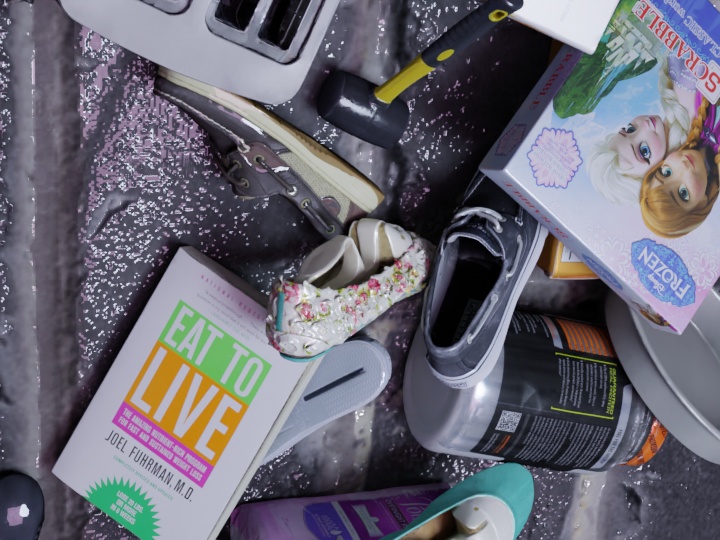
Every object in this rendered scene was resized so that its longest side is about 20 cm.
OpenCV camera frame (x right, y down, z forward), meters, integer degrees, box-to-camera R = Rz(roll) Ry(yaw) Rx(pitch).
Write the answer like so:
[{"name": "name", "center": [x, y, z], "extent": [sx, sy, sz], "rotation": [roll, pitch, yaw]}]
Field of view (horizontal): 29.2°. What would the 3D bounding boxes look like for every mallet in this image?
[{"name": "mallet", "center": [0.035, -0.146, 0.955], "extent": [0.065, 0.200, 0.042], "rotation": [18, 62, -20]}]

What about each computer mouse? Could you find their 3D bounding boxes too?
[{"name": "computer mouse", "center": [-0.286, 0.249, 1.071], "extent": [0.058, 0.034, 0.203], "rotation": [9, 108, -23]}]

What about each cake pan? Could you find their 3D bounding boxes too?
[{"name": "cake pan", "center": [0.268, 0.071, 1.117], "extent": [0.199, 0.202, 0.037], "rotation": [32, 125, -28]}]

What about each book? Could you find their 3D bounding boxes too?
[{"name": "book", "center": [-0.128, 0.102, 1.033], "extent": [0.133, 0.048, 0.202], "rotation": [32, 100, 10]}]

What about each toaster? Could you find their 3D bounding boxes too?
[{"name": "toaster", "center": [-0.104, -0.217, 0.897], "extent": [0.179, 0.119, 0.202], "rotation": [21, 103, -25]}]

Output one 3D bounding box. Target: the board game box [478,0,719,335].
[{"name": "board game box", "center": [0.216, -0.093, 1.012], "extent": [0.199, 0.041, 0.201], "rotation": [38, 82, -22]}]

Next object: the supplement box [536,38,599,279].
[{"name": "supplement box", "center": [0.177, -0.098, 1.077], "extent": [0.068, 0.067, 0.203], "rotation": [2, 111, -22]}]

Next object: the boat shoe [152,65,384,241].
[{"name": "boat shoe", "center": [-0.070, -0.080, 0.991], "extent": [0.199, 0.073, 0.065], "rotation": [31, 94, -27]}]

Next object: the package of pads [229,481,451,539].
[{"name": "package of pads", "center": [0.000, 0.234, 1.118], "extent": [0.197, 0.121, 0.077], "rotation": [-2, 112, -18]}]

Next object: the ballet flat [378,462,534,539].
[{"name": "ballet flat", "center": [0.061, 0.212, 1.036], "extent": [0.198, 0.070, 0.068], "rotation": [-28, 100, -17]}]

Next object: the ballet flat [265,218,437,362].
[{"name": "ballet flat", "center": [0.000, 0.000, 1.002], "extent": [0.200, 0.075, 0.065], "rotation": [-38, 128, -52]}]

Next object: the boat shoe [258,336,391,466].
[{"name": "boat shoe", "center": [-0.064, 0.108, 1.073], "extent": [0.197, 0.062, 0.073], "rotation": [-21, 87, 8]}]

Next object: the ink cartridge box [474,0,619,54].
[{"name": "ink cartridge box", "center": [0.105, -0.245, 0.954], "extent": [0.198, 0.129, 0.127], "rotation": [21, 104, -25]}]

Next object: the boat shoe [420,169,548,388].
[{"name": "boat shoe", "center": [0.089, -0.016, 1.027], "extent": [0.202, 0.071, 0.068], "rotation": [-68, 154, -23]}]

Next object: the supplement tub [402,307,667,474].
[{"name": "supplement tub", "center": [0.144, 0.096, 1.112], "extent": [0.197, 0.123, 0.124], "rotation": [12, 107, -23]}]
